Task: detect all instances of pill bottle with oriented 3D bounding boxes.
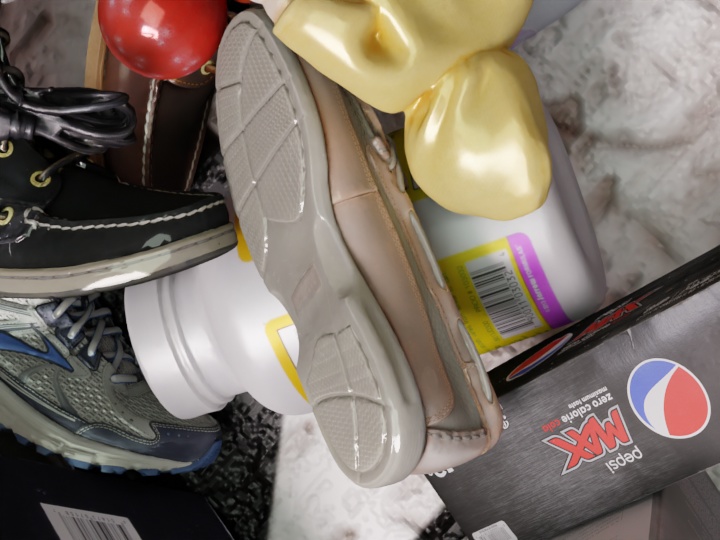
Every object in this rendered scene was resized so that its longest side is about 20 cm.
[{"bbox_3d":[0.000,0.000,0.748,0.198,0.104,0.105,-19,94,14],"label":"pill bottle"}]

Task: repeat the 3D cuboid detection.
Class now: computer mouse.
[{"bbox_3d":[-0.148,-0.139,0.681,0.109,0.044,0.202,-2,73,-10],"label":"computer mouse"}]

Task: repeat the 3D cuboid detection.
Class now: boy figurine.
[{"bbox_3d":[0.018,-0.112,0.647,0.124,0.064,0.201,-36,96,-28],"label":"boy figurine"}]

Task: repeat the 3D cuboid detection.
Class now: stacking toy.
[{"bbox_3d":[-0.033,-0.161,0.712,0.085,0.085,0.200,38,85,4],"label":"stacking toy"}]

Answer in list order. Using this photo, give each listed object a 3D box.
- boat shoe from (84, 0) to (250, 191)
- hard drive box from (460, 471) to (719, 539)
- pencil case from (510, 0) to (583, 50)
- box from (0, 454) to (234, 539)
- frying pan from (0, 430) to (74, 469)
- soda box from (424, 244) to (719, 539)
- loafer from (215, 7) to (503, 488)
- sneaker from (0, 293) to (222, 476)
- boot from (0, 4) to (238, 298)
[{"bbox_3d":[-0.081,-0.117,0.763,0.070,0.070,0.202,6,99,14],"label":"boat shoe"},{"bbox_3d":[0.081,0.152,0.705,0.155,0.200,0.077,-34,90,15],"label":"hard drive box"},{"bbox_3d":[0.087,-0.156,0.718,0.199,0.091,0.083,-31,113,15],"label":"pencil case"},{"bbox_3d":[-0.161,0.187,0.750,0.182,0.199,0.104,-51,53,15],"label":"box"},{"bbox_3d":[-0.218,0.102,0.844,0.189,0.031,0.116,27,103,10],"label":"frying pan"},{"bbox_3d":[0.112,0.047,0.671,0.200,0.071,0.064,-33,93,45],"label":"soda box"},{"bbox_3d":[-0.003,-0.012,0.670,0.072,0.062,0.201,-45,58,50],"label":"loafer"},{"bbox_3d":[-0.150,0.029,0.799,0.199,0.077,0.086,26,98,6],"label":"sneaker"},{"bbox_3d":[-0.151,-0.070,0.714,0.202,0.073,0.155,1,102,27],"label":"boot"}]
